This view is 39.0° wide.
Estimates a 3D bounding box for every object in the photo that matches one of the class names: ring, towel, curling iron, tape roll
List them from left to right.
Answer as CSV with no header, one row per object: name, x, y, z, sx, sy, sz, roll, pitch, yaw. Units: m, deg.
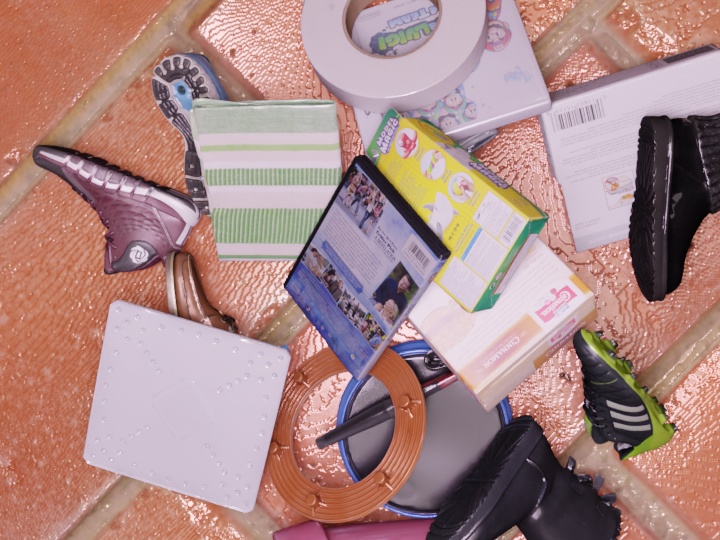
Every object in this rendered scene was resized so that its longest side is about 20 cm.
towel,-0.093,-0.091,1.069,0.152,0.023,0.200,1,129,7
ring,-0.022,0.168,1.089,0.200,0.019,0.201,-15,59,26
tape roll,0.035,-0.263,1.080,0.202,0.037,0.203,-4,70,11
curling iron,0.036,0.137,1.101,0.200,0.026,0.050,-36,68,10

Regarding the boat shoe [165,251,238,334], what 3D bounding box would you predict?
boat shoe,-0.167,0.071,1.131,0.068,0.072,0.201,-9,105,5

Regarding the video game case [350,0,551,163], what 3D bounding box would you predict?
video game case,0.082,-0.221,1.087,0.199,0.024,0.183,-17,67,5

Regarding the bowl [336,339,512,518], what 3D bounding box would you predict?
bowl,0.071,0.178,1.130,0.200,0.039,0.201,0,92,4

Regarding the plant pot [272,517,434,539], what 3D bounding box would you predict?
plant pot,0.017,0.350,1.076,0.178,0.200,0.201,-14,91,-10

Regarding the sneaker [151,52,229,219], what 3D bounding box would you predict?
sneaker,-0.155,-0.148,1.114,0.078,0.090,0.201,-9,113,17

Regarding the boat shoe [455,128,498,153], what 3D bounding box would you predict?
boat shoe,0.063,-0.108,1.102,0.201,0.070,0.072,-40,82,2

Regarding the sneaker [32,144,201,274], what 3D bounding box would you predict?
sneaker,-0.287,-0.059,1.132,0.199,0.076,0.116,23,97,3

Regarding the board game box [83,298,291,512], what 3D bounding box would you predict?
board game box,-0.189,0.146,1.102,0.199,0.026,0.201,16,109,4

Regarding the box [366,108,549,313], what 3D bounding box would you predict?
box,0.077,-0.064,1.009,0.200,0.048,0.118,43,118,25

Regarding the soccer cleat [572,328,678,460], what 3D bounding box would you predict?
soccer cleat,0.262,0.137,1.062,0.081,0.068,0.200,-34,126,12

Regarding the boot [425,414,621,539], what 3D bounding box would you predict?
boot,0.177,0.268,1.062,0.163,0.073,0.198,50,59,-10

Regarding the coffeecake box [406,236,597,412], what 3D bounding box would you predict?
coffeecake box,0.121,0.018,1.056,0.153,0.073,0.200,-40,62,-2

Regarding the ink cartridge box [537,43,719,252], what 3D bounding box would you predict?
ink cartridge box,0.305,-0.130,1.099,0.199,0.044,0.174,-17,114,4

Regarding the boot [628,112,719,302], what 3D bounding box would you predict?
boot,0.372,-0.068,1.063,0.157,0.079,0.212,-2,113,-2

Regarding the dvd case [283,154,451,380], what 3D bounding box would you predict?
dvd case,0.000,0.000,1.047,0.143,0.018,0.200,51,132,22
